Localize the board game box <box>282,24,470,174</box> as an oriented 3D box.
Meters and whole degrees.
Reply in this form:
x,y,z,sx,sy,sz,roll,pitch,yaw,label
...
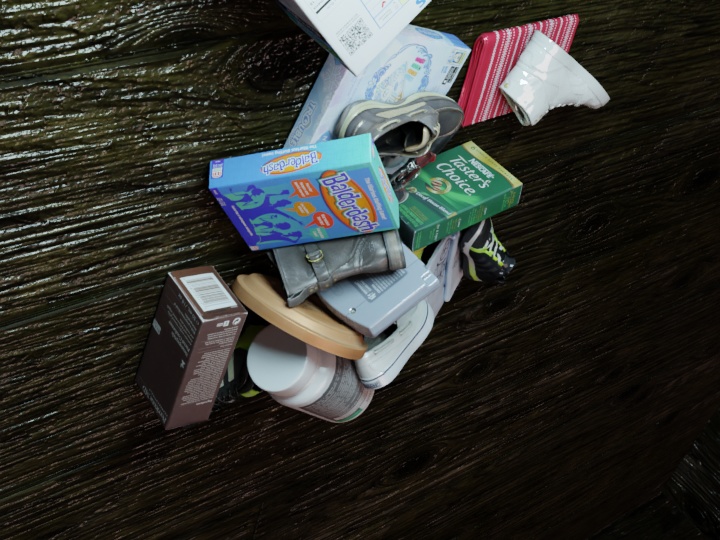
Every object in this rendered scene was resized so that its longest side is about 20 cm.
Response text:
x,y,z,sx,sy,sz,roll,pitch,yaw,label
0.021,-0.217,1.279,0.199,0.043,0.200,-3,131,-48,board game box

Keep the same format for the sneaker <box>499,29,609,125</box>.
x,y,z,sx,sy,sz,roll,pitch,yaw,label
0.273,-0.254,1.455,0.200,0.074,0.116,23,109,-46,sneaker

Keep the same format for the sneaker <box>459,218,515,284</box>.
x,y,z,sx,sy,sz,roll,pitch,yaw,label
0.210,-0.035,1.606,0.200,0.082,0.072,69,43,-66,sneaker

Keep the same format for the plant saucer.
x,y,z,sx,sy,sz,roll,pitch,yaw,label
-0.078,0.056,1.351,0.200,0.200,0.032,18,103,-55,plant saucer

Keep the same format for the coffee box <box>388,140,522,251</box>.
x,y,z,sx,sy,sz,roll,pitch,yaw,label
0.118,-0.110,1.444,0.199,0.123,0.044,-23,141,-26,coffee box

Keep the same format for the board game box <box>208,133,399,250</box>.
x,y,z,sx,sy,sz,roll,pitch,yaw,label
-0.065,-0.092,1.234,0.199,0.045,0.152,-9,149,12,board game box

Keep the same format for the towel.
x,y,z,sx,sy,sz,roll,pitch,yaw,label
0.222,-0.288,1.439,0.199,0.022,0.145,-21,140,-35,towel

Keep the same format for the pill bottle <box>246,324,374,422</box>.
x,y,z,sx,sy,sz,roll,pitch,yaw,label
-0.067,0.142,1.412,0.113,0.113,0.200,-46,150,6,pill bottle

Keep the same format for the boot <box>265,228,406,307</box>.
x,y,z,sx,sy,sz,roll,pitch,yaw,label
-0.041,-0.047,1.328,0.173,0.200,0.069,-15,132,-2,boot

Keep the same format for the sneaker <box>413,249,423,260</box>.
x,y,z,sx,sy,sz,roll,pitch,yaw,label
0.045,-0.027,1.524,0.105,0.076,0.201,-8,131,-23,sneaker

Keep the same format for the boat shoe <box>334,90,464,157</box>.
x,y,z,sx,sy,sz,roll,pitch,yaw,label
0.060,-0.172,1.263,0.199,0.073,0.075,-15,141,-37,boat shoe

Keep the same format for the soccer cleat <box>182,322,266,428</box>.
x,y,z,sx,sy,sz,roll,pitch,yaw,label
-0.191,0.165,1.466,0.200,0.081,0.067,-46,148,6,soccer cleat

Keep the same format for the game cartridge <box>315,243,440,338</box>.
x,y,z,sx,sy,sz,roll,pitch,yaw,label
0.000,0.000,1.367,0.133,0.200,0.041,-35,139,-10,game cartridge

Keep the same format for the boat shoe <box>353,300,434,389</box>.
x,y,z,sx,sy,sz,roll,pitch,yaw,label
0.044,0.089,1.460,0.200,0.072,0.066,-48,120,-44,boat shoe

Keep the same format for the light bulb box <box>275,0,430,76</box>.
x,y,z,sx,sy,sz,roll,pitch,yaw,label
-0.011,-0.342,1.015,0.198,0.125,0.200,-45,149,2,light bulb box

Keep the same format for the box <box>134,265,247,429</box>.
x,y,z,sx,sy,sz,roll,pitch,yaw,label
-0.227,0.102,1.335,0.075,0.100,0.201,-10,136,-39,box

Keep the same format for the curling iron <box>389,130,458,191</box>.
x,y,z,sx,sy,sz,roll,pitch,yaw,label
0.094,-0.159,1.378,0.050,0.026,0.200,-32,-172,41,curling iron

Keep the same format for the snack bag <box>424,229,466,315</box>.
x,y,z,sx,sy,sz,roll,pitch,yaw,label
0.140,-0.006,1.609,0.200,0.021,0.189,-56,160,-34,snack bag
